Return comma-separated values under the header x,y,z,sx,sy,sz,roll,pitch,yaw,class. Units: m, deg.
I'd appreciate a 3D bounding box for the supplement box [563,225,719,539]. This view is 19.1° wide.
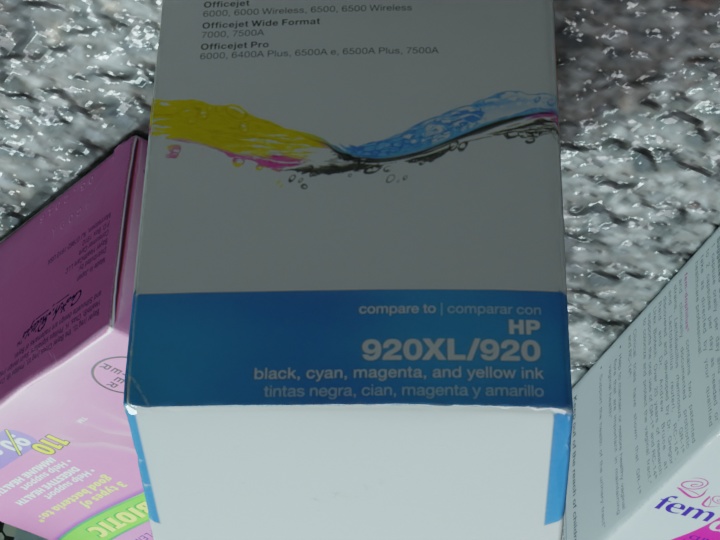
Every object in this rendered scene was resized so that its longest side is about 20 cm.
x,y,z,sx,sy,sz,roll,pitch,yaw,class
0.165,0.075,0.956,0.101,0.104,0.200,14,143,-15,supplement box

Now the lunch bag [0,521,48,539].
x,y,z,sx,sy,sz,roll,pitch,yaw,class
-0.170,0.184,1.086,0.123,0.171,0.200,-16,143,31,lunch bag

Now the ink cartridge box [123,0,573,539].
x,y,z,sx,sy,sz,roll,pitch,yaw,class
0.000,0.000,0.770,0.143,0.201,0.148,-1,146,2,ink cartridge box

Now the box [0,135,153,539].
x,y,z,sx,sy,sz,roll,pitch,yaw,class
-0.075,0.056,0.954,0.199,0.097,0.176,27,140,-32,box
